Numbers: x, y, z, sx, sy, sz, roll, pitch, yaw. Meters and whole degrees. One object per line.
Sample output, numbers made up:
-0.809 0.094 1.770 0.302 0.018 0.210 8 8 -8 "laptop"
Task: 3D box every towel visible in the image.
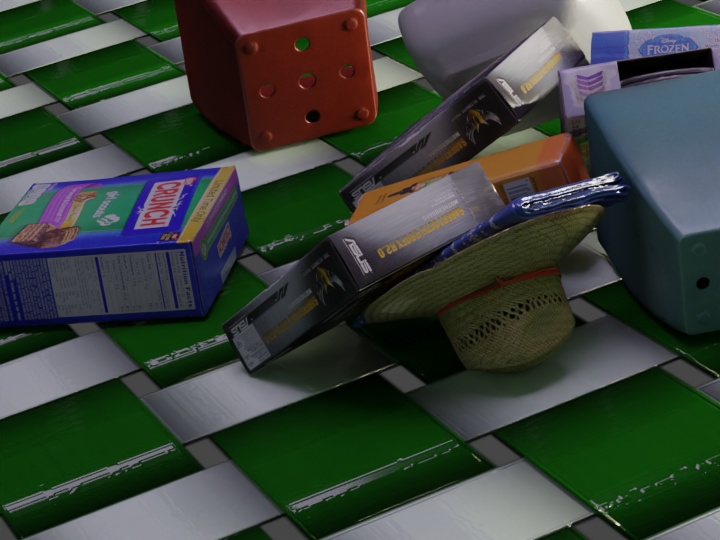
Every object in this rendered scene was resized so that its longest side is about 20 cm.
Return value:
0.101 -0.012 1.572 0.144 0.024 0.200 -15 -16 -46 "towel"

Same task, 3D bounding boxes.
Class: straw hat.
0.109 0.033 1.538 0.200 0.086 0.201 -22 -13 -5 "straw hat"

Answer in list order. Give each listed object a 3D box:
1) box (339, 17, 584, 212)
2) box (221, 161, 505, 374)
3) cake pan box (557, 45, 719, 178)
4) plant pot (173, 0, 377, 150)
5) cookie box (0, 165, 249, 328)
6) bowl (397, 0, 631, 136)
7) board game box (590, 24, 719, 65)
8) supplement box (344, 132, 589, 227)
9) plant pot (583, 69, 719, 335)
0.090 -0.130 1.826 0.200 0.048 0.158 -36 5 37 "box"
0.000 0.000 1.591 0.158 0.049 0.200 -27 -6 -35 "box"
0.265 -0.135 1.770 0.183 0.053 0.200 -9 -17 3 "cake pan box"
-0.076 -0.235 2.106 0.199 0.201 0.177 -14 36 -8 "plant pot"
-0.216 -0.022 1.814 0.199 0.076 0.171 -4 24 12 "cookie box"
0.153 -0.203 1.940 0.199 0.200 0.075 -19 57 20 "bowl"
0.326 -0.178 1.861 0.198 0.044 0.200 0 -9 18 "board game box"
0.091 -0.051 1.720 0.199 0.069 0.067 -14 21 22 "supplement box"
0.271 -0.045 1.606 0.140 0.142 0.200 -11 31 -2 "plant pot"
